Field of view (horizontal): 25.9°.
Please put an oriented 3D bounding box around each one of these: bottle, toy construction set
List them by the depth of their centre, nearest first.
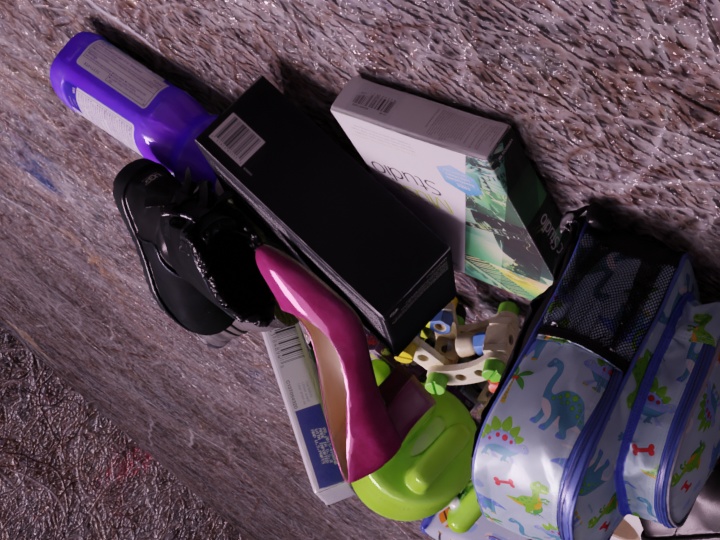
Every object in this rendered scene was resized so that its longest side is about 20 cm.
[{"bbox_3d":[-0.174,-0.128,1.339,0.200,0.065,0.084,34,169,19],"label":"bottle"},{"bbox_3d":[0.121,0.095,1.355,0.131,0.093,0.200,-3,155,26],"label":"toy construction set"}]

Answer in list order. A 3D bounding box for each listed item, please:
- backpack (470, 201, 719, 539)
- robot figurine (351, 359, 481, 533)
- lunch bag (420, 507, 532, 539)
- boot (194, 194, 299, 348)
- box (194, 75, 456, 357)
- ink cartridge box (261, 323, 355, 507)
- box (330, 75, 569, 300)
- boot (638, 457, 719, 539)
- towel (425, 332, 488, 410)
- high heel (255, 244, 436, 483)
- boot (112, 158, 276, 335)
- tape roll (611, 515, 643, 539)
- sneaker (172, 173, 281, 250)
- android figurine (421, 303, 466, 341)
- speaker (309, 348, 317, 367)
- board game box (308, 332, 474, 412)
[{"bbox_3d":[0.169,0.094,1.056,0.147,0.200,0.183,24,160,26],"label":"backpack"},{"bbox_3d":[0.047,0.173,1.470,0.175,0.116,0.200,40,164,7],"label":"robot figurine"},{"bbox_3d":[0.193,0.275,1.672,0.170,0.124,0.200,17,178,45],"label":"lunch bag"},{"bbox_3d":[-0.144,-0.021,1.437,0.131,0.070,0.201,-14,103,43],"label":"boot"},{"bbox_3d":[-0.023,-0.039,1.205,0.200,0.079,0.141,43,170,14],"label":"box"},{"bbox_3d":[-0.053,0.139,1.606,0.200,0.043,0.197,75,176,-78],"label":"ink cartridge box"},{"bbox_3d":[0.077,-0.051,1.129,0.144,0.036,0.200,23,161,38],"label":"box"},{"bbox_3d":[0.271,0.132,1.185,0.211,0.079,0.158,-20,96,37],"label":"boot"},{"bbox_3d":[0.039,0.083,1.589,0.200,0.035,0.193,33,164,6],"label":"towel"},{"bbox_3d":[-0.034,0.073,1.209,0.200,0.096,0.067,48,172,-27],"label":"high heel"},{"bbox_3d":[-0.121,0.002,1.288,0.162,0.073,0.199,31,152,48],"label":"boot"},{"bbox_3d":[0.232,0.197,1.458,0.202,0.071,0.203,33,164,11],"label":"tape roll"},{"bbox_3d":[-0.127,-0.040,1.494,0.200,0.079,0.075,39,163,-14],"label":"sneaker"},{"bbox_3d":[0.000,0.000,1.415,0.200,0.041,0.182,21,156,36],"label":"android figurine"},{"bbox_3d":[0.024,0.156,1.738,0.200,0.089,0.089,32,164,13],"label":"speaker"},{"bbox_3d":[0.027,0.104,1.588,0.120,0.032,0.200,36,167,-16],"label":"board game box"}]
